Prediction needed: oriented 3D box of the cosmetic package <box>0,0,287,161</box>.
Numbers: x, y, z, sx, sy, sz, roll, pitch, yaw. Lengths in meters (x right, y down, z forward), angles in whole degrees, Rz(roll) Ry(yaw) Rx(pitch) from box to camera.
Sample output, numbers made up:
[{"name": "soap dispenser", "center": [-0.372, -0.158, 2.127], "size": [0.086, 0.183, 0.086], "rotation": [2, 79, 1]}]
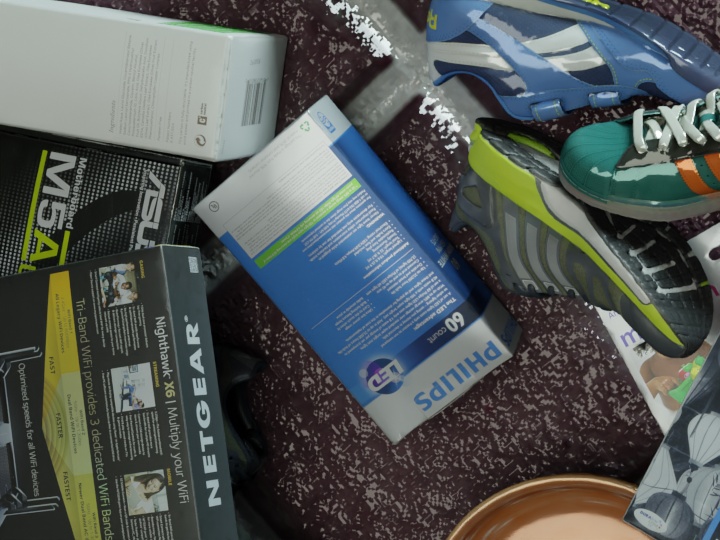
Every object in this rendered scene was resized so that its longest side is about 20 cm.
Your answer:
[{"name": "cosmetic package", "center": [-0.162, -0.127, 1.151], "size": [0.200, 0.108, 0.085], "rotation": [11, 101, 15]}]

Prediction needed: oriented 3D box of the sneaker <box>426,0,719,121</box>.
[{"name": "sneaker", "center": [0.131, -0.127, 1.077], "size": [0.200, 0.074, 0.082], "rotation": [20, 108, 17]}]

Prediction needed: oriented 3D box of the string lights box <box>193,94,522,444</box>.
[{"name": "string lights box", "center": [0.000, 0.000, 1.122], "size": [0.103, 0.059, 0.200], "rotation": [-38, 96, 19]}]

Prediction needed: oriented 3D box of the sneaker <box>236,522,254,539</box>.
[{"name": "sneaker", "center": [-0.058, 0.224, 1.148], "size": [0.200, 0.073, 0.082], "rotation": [28, 107, 5]}]

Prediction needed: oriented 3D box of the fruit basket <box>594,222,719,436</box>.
[{"name": "fruit basket", "center": [0.260, 0.059, 1.048], "size": [0.185, 0.094, 0.200], "rotation": [-30, 84, 19]}]

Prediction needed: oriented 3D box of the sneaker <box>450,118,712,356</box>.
[{"name": "sneaker", "center": [0.132, -0.009, 1.074], "size": [0.200, 0.074, 0.081], "rotation": [46, 127, 33]}]

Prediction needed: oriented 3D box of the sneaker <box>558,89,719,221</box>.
[{"name": "sneaker", "center": [0.214, -0.078, 1.008], "size": [0.200, 0.071, 0.080], "rotation": [0, 135, 8]}]

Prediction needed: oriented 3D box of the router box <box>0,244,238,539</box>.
[{"name": "router box", "center": [-0.166, 0.094, 1.096], "size": [0.157, 0.052, 0.200], "rotation": [-10, 84, 23]}]

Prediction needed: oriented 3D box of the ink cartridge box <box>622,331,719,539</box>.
[{"name": "ink cartridge box", "center": [0.239, 0.079, 0.999], "size": [0.099, 0.039, 0.200], "rotation": [28, 94, 29]}]

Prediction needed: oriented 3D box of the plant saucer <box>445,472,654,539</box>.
[{"name": "plant saucer", "center": [0.138, 0.222, 1.100], "size": [0.200, 0.037, 0.201], "rotation": [2, 98, 13]}]

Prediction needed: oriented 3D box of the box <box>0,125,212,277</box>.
[{"name": "box", "center": [-0.206, 0.008, 1.170], "size": [0.193, 0.047, 0.200], "rotation": [13, 93, 27]}]

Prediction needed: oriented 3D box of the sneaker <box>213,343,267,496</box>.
[{"name": "sneaker", "center": [-0.106, 0.142, 1.188], "size": [0.081, 0.074, 0.200], "rotation": [5, 100, 14]}]
